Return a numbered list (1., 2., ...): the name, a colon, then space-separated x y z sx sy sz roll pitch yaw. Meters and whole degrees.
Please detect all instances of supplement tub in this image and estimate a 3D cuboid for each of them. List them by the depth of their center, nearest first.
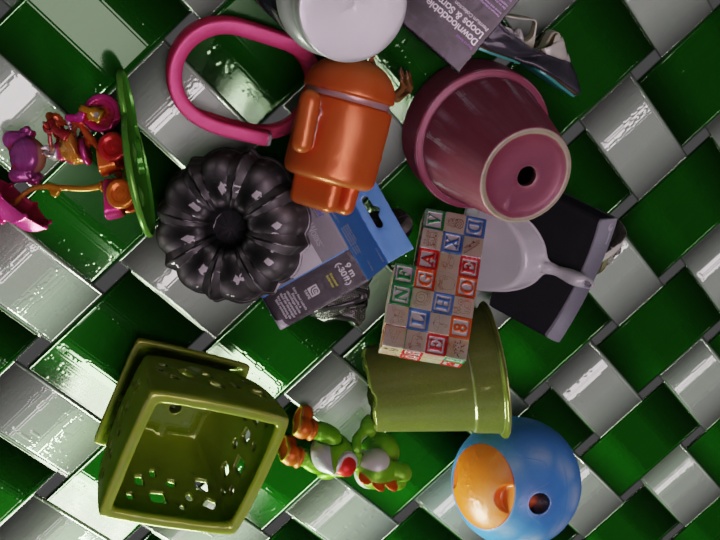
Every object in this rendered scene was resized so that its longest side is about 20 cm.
1. supplement tub: -0.039 -0.323 1.232 0.140 0.200 0.141 -9 119 -17

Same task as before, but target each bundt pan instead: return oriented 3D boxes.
1. bundt pan: -0.163 -0.052 1.349 0.201 0.076 0.202 1 97 5

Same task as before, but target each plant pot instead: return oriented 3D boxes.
1. plant pot: 0.176 -0.156 1.421 0.200 0.179 0.200 -9 119 -17
2. plant pot: -0.238 0.211 1.454 0.199 0.182 0.200 16 110 -28
3. plant pot: 0.103 0.159 1.574 0.190 0.200 0.200 -10 121 -3

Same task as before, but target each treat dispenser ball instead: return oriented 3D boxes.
1. treat dispenser ball: 0.242 0.328 1.693 0.201 0.201 0.201 -9 120 -17

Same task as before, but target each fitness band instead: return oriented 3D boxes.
1. fitness band: -0.142 -0.233 1.339 0.200 0.037 0.144 12 112 -28

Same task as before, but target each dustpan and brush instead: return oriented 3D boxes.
1. dustpan and brush: 0.232 -0.013 1.537 0.057 0.200 0.140 -17 127 -48

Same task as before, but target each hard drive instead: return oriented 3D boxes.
1. hard drive: 0.269 -0.010 1.564 0.042 0.135 0.200 -7 123 -60

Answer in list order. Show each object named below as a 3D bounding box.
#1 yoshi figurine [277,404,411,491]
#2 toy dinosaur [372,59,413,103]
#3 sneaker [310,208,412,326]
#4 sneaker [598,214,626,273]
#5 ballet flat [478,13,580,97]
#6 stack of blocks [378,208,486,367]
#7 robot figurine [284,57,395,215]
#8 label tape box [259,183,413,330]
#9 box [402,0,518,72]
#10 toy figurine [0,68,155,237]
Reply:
1. yoshi figurine: -0.019 0.269 1.642 0.200 0.112 0.112 23 66 -16
2. toy dinosaur: 0.015 -0.222 1.407 0.106 0.060 0.200 -13 122 16
3. sneaker: 0.000 0.000 1.500 0.199 0.076 0.114 -37 126 4
4. sneaker: 0.318 0.005 1.634 0.200 0.077 0.089 -35 145 8
5. ballet flat: 0.225 -0.293 1.434 0.200 0.073 0.073 20 108 -27
6. stack of blocks: 0.098 0.021 1.485 0.115 0.059 0.200 11 75 -1
7. robot figurine: -0.024 -0.171 1.316 0.144 0.117 0.200 12 98 -21
8. label tape box: -0.052 -0.036 1.412 0.200 0.063 0.144 -30 96 7
9. box: 0.131 -0.366 1.346 0.143 0.036 0.200 38 101 -10
10. toy figurine: -0.349 -0.123 1.271 0.184 0.150 0.200 -9 88 -3
